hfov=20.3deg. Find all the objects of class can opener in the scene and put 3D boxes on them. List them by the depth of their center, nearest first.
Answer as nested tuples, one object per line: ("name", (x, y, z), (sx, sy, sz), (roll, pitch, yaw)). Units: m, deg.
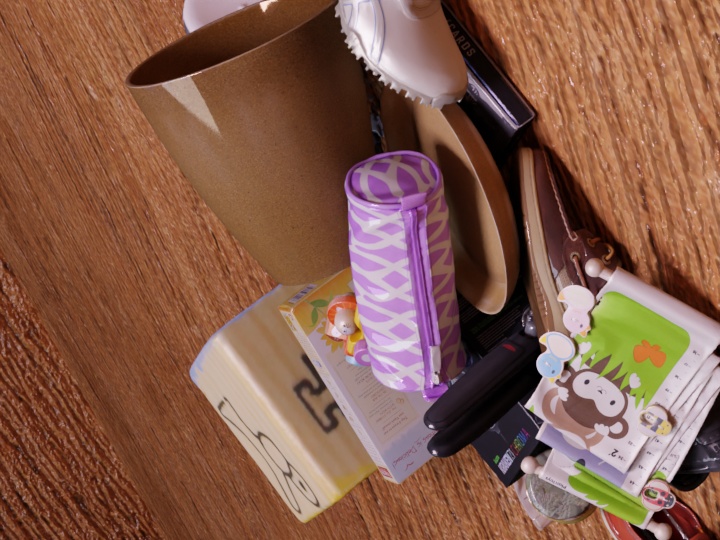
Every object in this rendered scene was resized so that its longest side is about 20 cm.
("can opener", (0.121, 0.079, 1.564), (0.078, 0.199, 0.064), (18, 127, 46))

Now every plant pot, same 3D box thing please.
("plant pot", (0.073, -0.063, 1.562), (0.201, 0.027, 0.201), (58, 163, 28))
("plant pot", (-0.064, -0.097, 1.597), (0.186, 0.185, 0.202), (14, 130, 64))

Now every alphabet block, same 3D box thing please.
("alphabet block", (-0.030, 0.107, 2.004), (0.201, 0.196, 0.195), (52, 164, 3))

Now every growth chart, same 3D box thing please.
("growth chart", (0.192, 0.094, 1.479), (0.143, 0.018, 0.201), (21, 120, 6))

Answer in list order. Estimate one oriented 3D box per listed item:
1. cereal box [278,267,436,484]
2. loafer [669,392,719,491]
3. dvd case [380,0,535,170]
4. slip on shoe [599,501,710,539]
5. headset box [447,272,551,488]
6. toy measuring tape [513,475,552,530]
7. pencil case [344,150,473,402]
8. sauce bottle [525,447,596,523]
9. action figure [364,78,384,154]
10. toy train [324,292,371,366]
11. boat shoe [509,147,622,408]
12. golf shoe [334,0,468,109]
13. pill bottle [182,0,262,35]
("cereal box", (0.033, 0.076, 1.866), (0.201, 0.143, 0.039), (59, 161, -16))
("loafer", (0.240, 0.142, 1.575), (0.071, 0.068, 0.200), (61, 159, 3))
("dvd case", (0.050, -0.165, 1.566), (0.201, 0.025, 0.150), (52, 163, 7))
("slip on shoe", (0.275, 0.250, 1.694), (0.200, 0.074, 0.061), (52, 160, 22))
("headset box", (0.110, 0.062, 1.723), (0.200, 0.092, 0.174), (51, 162, 11))
("toy measuring tape", (0.151, 0.171, 1.866), (0.073, 0.073, 0.201), (25, 147, 56))
("pencil case", (0.036, 0.006, 1.570), (0.086, 0.083, 0.201), (-112, 9, -55))
("sauce bottle", (0.181, 0.192, 1.767), (0.065, 0.065, 0.200), (49, 180, 13))
("action figure", (-0.033, -0.100, 1.748), (0.201, 0.129, 0.070), (78, -168, -54))
("toy train", (0.000, 0.000, 1.734), (0.150, 0.055, 0.202), (-88, 9, -69))
("boat shoe", (0.162, 0.001, 1.521), (0.072, 0.071, 0.202), (178, 78, -85))
("golf shoe", (0.024, -0.213, 1.446), (0.201, 0.078, 0.097), (55, 135, 2))
("pill bottle", (-0.091, -0.170, 1.785), (0.106, 0.106, 0.201), (43, 160, 30))
